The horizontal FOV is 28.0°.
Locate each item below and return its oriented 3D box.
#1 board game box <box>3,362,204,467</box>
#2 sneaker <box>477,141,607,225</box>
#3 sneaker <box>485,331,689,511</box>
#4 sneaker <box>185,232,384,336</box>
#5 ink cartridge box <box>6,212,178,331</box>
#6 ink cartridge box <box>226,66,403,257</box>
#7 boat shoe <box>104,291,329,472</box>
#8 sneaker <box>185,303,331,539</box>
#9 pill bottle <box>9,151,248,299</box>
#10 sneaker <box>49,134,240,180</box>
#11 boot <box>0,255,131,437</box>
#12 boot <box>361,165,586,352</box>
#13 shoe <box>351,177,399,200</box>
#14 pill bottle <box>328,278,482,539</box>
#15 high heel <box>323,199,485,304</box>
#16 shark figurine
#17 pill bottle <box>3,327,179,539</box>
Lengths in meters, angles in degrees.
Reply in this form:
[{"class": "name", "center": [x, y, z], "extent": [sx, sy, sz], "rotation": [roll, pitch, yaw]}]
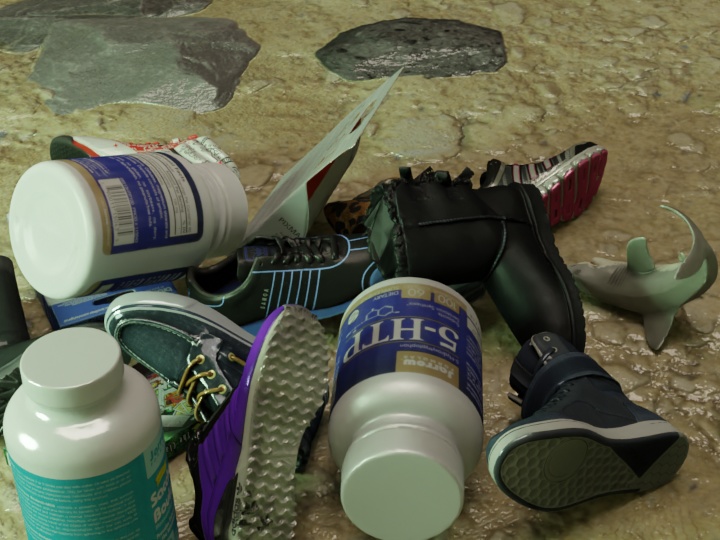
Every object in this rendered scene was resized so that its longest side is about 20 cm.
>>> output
[{"class": "board game box", "center": [-0.189, 0.126, 1.218], "extent": [0.104, 0.024, 0.200], "rotation": [27, 44, 34]}, {"class": "sneaker", "center": [0.166, -0.084, 1.451], "extent": [0.199, 0.074, 0.087], "rotation": [-34, 51, -30]}, {"class": "sneaker", "center": [0.141, 0.113, 1.126], "extent": [0.201, 0.077, 0.146], "rotation": [5, 29, -42]}, {"class": "sneaker", "center": [-0.060, 0.001, 1.293], "extent": [0.199, 0.078, 0.070], "rotation": [-22, 39, 7]}, {"class": "ink cartridge box", "center": [-0.259, -0.006, 1.396], "extent": [0.119, 0.042, 0.200], "rotation": [-16, 37, -19]}, {"class": "ink cartridge box", "center": [-0.030, -0.091, 1.392], "extent": [0.200, 0.050, 0.162], "rotation": [-36, 15, 36]}, {"class": "boat shoe", "center": [-0.121, 0.090, 1.174], "extent": [0.199, 0.071, 0.091], "rotation": [24, 38, -9]}, {"class": "sneaker", "center": [-0.090, 0.120, 1.099], "extent": [0.099, 0.201, 0.069], "rotation": [7, -9, 46]}, {"class": "pill bottle", "center": [-0.202, -0.045, 1.300], "extent": [0.119, 0.120, 0.199], "rotation": [26, 23, 35]}, {"class": "sneaker", "center": [-0.223, -0.108, 1.524], "extent": [0.200, 0.068, 0.108], "rotation": [22, 40, 26]}, {"class": "boot", "center": [-0.300, 0.050, 1.280], "extent": [0.164, 0.066, 0.200], "rotation": [-24, 34, -9]}, {"class": "boot", "center": [0.097, 0.000, 1.258], "extent": [0.161, 0.073, 0.199], "rotation": [-1, 61, -27]}, {"class": "shoe", "center": [0.066, -0.041, 1.398], "extent": [0.053, 0.070, 0.200], "rotation": [-5, 20, -38]}, {"class": "pill bottle", "center": [0.036, 0.108, 1.129], "extent": [0.119, 0.120, 0.200], "rotation": [0, 35, 4]}, {"class": "high heel", "center": [0.000, 0.000, 1.345], "extent": [0.142, 0.072, 0.200], "rotation": [-30, 48, -35]}, {"class": "shark figurine", "center": [0.270, 0.022, 1.271], "extent": [0.127, 0.214, 0.090], "rotation": [21, 74, -14]}, {"class": "pill bottle", "center": [-0.193, 0.141, 1.039], "extent": [0.110, 0.201, 0.111], "rotation": [-2, 35, 1]}]
